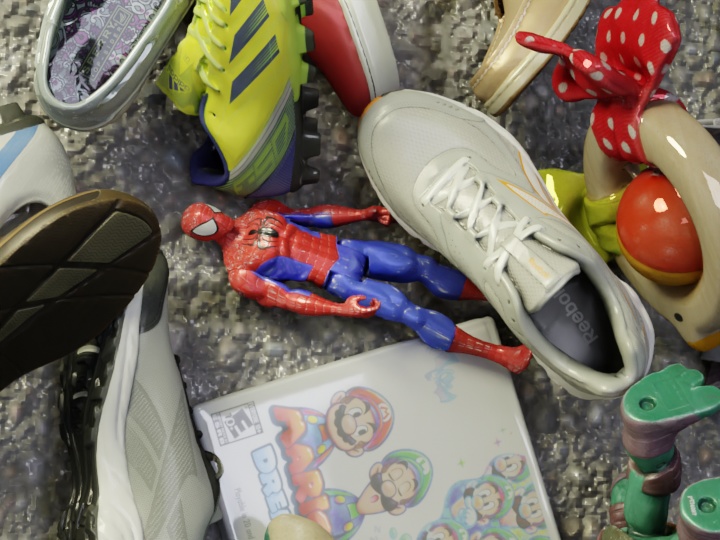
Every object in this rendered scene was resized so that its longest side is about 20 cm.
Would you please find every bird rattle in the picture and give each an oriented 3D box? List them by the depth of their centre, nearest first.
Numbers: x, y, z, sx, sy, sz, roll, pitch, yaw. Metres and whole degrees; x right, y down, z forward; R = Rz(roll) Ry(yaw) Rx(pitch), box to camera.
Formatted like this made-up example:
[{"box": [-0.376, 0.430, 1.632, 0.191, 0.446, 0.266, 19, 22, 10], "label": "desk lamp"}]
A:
[{"box": [0.158, -0.048, 0.850, 0.112, 0.201, 0.163, -23, 56, -26], "label": "bird rattle"}]

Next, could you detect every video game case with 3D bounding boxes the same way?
[{"box": [0.019, 0.144, 0.862, 0.180, 0.024, 0.202, -15, 86, -20], "label": "video game case"}]

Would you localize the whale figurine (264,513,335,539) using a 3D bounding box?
[{"box": [0.026, 0.201, 0.785, 0.199, 0.159, 0.104, 30, 113, -9], "label": "whale figurine"}]

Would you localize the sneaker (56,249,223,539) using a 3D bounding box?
[{"box": [-0.108, 0.088, 0.812, 0.079, 0.074, 0.203, 3, 86, -27], "label": "sneaker"}]

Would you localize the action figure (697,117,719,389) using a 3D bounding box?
[{"box": [0.246, -0.017, 0.943, 0.129, 0.069, 0.202, 6, 76, -12], "label": "action figure"}]

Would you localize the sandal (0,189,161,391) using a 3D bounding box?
[{"box": [-0.182, 0.025, 0.767, 0.081, 0.200, 0.055, 25, 28, -51], "label": "sandal"}]

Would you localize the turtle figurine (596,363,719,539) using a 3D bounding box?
[{"box": [0.163, 0.149, 0.808, 0.100, 0.201, 0.150, -31, 52, -20], "label": "turtle figurine"}]

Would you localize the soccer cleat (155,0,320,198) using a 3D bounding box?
[{"box": [-0.063, -0.108, 0.796, 0.083, 0.201, 0.065, -3, 51, -1], "label": "soccer cleat"}]

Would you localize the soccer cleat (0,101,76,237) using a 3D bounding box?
[{"box": [-0.228, -0.011, 0.783, 0.199, 0.070, 0.087, -25, 90, -20], "label": "soccer cleat"}]

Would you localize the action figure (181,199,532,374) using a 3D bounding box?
[{"box": [0.000, 0.000, 0.860, 0.198, 0.052, 0.066, 16, 67, -5], "label": "action figure"}]

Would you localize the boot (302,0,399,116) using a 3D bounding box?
[{"box": [-0.077, -0.150, 0.862, 0.143, 0.072, 0.201, -31, 90, -14], "label": "boot"}]

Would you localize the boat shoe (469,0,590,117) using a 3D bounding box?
[{"box": [0.102, -0.179, 0.923, 0.069, 0.074, 0.201, 33, 63, -8], "label": "boat shoe"}]

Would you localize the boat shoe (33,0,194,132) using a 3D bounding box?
[{"box": [-0.102, -0.161, 0.792, 0.070, 0.072, 0.202, 26, 90, -6], "label": "boat shoe"}]

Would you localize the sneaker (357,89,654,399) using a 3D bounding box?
[{"box": [0.077, -0.016, 0.799, 0.200, 0.092, 0.076, 44, 94, 1], "label": "sneaker"}]
